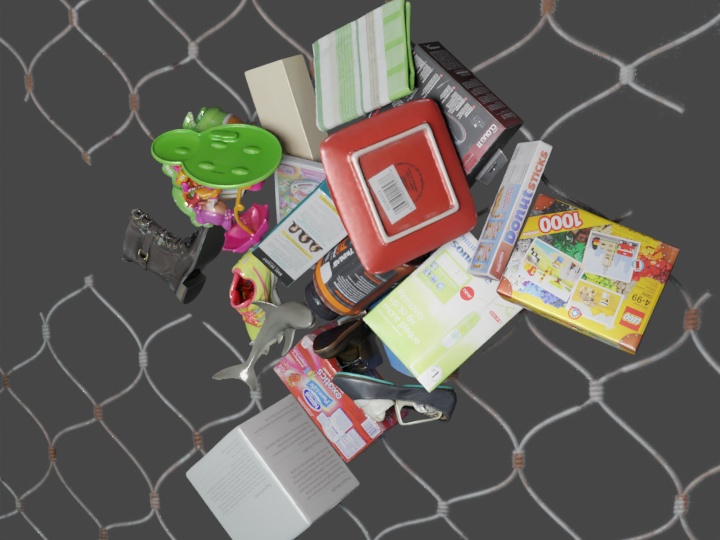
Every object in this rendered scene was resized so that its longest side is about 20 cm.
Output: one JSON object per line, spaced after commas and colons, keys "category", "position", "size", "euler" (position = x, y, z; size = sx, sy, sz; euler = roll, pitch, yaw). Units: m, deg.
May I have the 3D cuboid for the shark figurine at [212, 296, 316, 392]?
{"category": "shark figurine", "position": [-0.154, 0.092, 1.759], "size": [0.089, 0.128, 0.214], "euler": [33, 125, -22]}

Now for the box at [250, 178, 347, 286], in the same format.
{"category": "box", "position": [-0.080, -0.059, 1.672], "size": [0.082, 0.049, 0.200], "euler": [44, 133, -8]}

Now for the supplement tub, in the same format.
{"category": "supplement tub", "position": [0.000, 0.000, 1.645], "size": [0.200, 0.107, 0.107], "euler": [-39, 83, 37]}

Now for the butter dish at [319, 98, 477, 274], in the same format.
{"category": "butter dish", "position": [0.032, -0.115, 1.519], "size": [0.148, 0.199, 0.200], "euler": [-3, 110, 64]}

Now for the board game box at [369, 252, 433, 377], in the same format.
{"category": "board game box", "position": [0.097, 0.067, 1.681], "size": [0.158, 0.039, 0.200], "euler": [-25, 83, 35]}

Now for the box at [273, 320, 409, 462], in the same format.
{"category": "box", "position": [-0.031, 0.194, 1.757], "size": [0.200, 0.095, 0.100], "euler": [50, 122, 10]}

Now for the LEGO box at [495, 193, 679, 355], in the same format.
{"category": "LEGO box", "position": [0.307, 0.005, 1.468], "size": [0.200, 0.077, 0.149], "euler": [23, 87, 17]}

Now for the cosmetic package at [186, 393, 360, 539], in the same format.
{"category": "cosmetic package", "position": [-0.147, 0.352, 1.829], "size": [0.166, 0.167, 0.200], "euler": [-43, 79, 31]}

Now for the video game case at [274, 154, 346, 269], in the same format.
{"category": "video game case", "position": [-0.064, -0.081, 1.694], "size": [0.143, 0.018, 0.200], "euler": [14, 131, 16]}

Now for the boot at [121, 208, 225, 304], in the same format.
{"category": "boot", "position": [-0.336, -0.052, 1.887], "size": [0.174, 0.069, 0.200], "euler": [39, 122, 15]}

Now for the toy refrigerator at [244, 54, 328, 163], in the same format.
{"category": "toy refrigerator", "position": [-0.104, -0.228, 1.696], "size": [0.076, 0.070, 0.200], "euler": [-12, 102, 33]}

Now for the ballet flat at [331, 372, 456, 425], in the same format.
{"category": "ballet flat", "position": [0.052, 0.202, 1.669], "size": [0.200, 0.073, 0.073], "euler": [9, 113, -12]}

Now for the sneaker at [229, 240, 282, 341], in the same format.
{"category": "sneaker", "position": [-0.182, 0.050, 1.795], "size": [0.078, 0.090, 0.200], "euler": [21, 131, 29]}

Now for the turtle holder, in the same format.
{"category": "turtle holder", "position": [-0.238, -0.165, 1.749], "size": [0.132, 0.141, 0.186], "euler": [28, 85, -2]}

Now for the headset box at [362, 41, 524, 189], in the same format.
{"category": "headset box", "position": [0.124, -0.207, 1.562], "size": [0.200, 0.075, 0.149], "euler": [45, 122, 13]}

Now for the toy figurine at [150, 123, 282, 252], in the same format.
{"category": "toy figurine", "position": [-0.213, -0.110, 1.660], "size": [0.200, 0.150, 0.184], "euler": [9, 135, 10]}

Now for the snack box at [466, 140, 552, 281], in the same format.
{"category": "snack box", "position": [0.206, -0.083, 1.504], "size": [0.024, 0.072, 0.200], "euler": [23, 86, -19]}

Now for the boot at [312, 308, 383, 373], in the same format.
{"category": "boot", "position": [-0.010, 0.124, 1.667], "size": [0.075, 0.200, 0.097], "euler": [-20, 97, 22]}

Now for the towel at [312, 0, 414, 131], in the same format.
{"category": "towel", "position": [0.005, -0.296, 1.585], "size": [0.200, 0.031, 0.149], "euler": [-14, 75, 46]}

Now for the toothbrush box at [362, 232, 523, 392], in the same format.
{"category": "toothbrush box", "position": [0.126, 0.058, 1.577], "size": [0.200, 0.086, 0.146], "euler": [-42, 82, 0]}
